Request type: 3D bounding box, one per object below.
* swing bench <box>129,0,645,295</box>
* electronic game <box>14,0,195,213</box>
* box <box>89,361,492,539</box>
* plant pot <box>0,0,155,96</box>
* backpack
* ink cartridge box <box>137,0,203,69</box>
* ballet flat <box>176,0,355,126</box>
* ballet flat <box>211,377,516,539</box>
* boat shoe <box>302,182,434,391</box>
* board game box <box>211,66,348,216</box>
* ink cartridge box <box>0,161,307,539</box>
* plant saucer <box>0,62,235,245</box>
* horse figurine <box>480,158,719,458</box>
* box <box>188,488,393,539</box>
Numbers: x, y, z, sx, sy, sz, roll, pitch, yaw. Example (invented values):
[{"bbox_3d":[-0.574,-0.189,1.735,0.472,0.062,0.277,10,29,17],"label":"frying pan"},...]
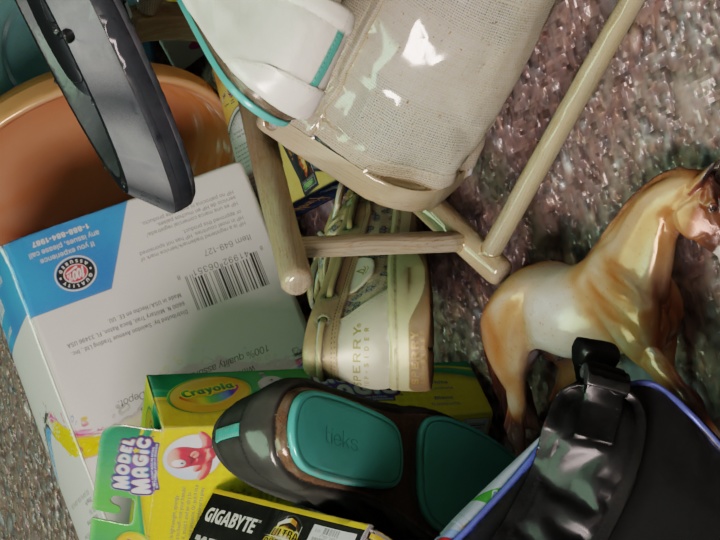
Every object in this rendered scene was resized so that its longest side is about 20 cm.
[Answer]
[{"bbox_3d":[0.011,-0.129,0.931,0.200,0.129,0.200,57,133,35],"label":"swing bench"},{"bbox_3d":[-0.127,-0.117,0.945,0.201,0.041,0.200,59,170,17],"label":"electronic game"},{"bbox_3d":[-0.041,0.108,1.062,0.048,0.199,0.118,-116,30,-50],"label":"box"},{"bbox_3d":[-0.221,-0.127,1.303,0.161,0.200,0.202,-3,98,58],"label":"plant pot"},{"bbox_3d":[0.092,0.164,0.834,0.200,0.190,0.154,48,165,16],"label":"backpack"},{"bbox_3d":[-0.126,-0.187,1.227,0.200,0.037,0.095,74,173,-70],"label":"ink cartridge box"},{"bbox_3d":[-0.063,-0.142,0.881,0.200,0.069,0.070,51,141,34],"label":"ballet flat"},{"bbox_3d":[0.008,0.094,0.988,0.068,0.200,0.068,-13,61,41],"label":"ballet flat"},{"bbox_3d":[0.000,0.000,1.026,0.200,0.062,0.074,-99,6,-71],"label":"boat shoe"},{"bbox_3d":[-0.021,-0.112,1.117,0.200,0.034,0.136,-22,81,61],"label":"board game box"},{"bbox_3d":[-0.108,0.068,1.185,0.145,0.146,0.201,138,112,-72],"label":"ink cartridge box"},{"bbox_3d":[-0.167,-0.055,1.227,0.038,0.199,0.201,63,147,31],"label":"plant saucer"},{"bbox_3d":[0.105,0.036,0.935,0.200,0.050,0.133,-18,92,58],"label":"horse figurine"},{"bbox_3d":[0.029,0.177,0.991,0.159,0.200,0.050,-2,57,60],"label":"box"}]
